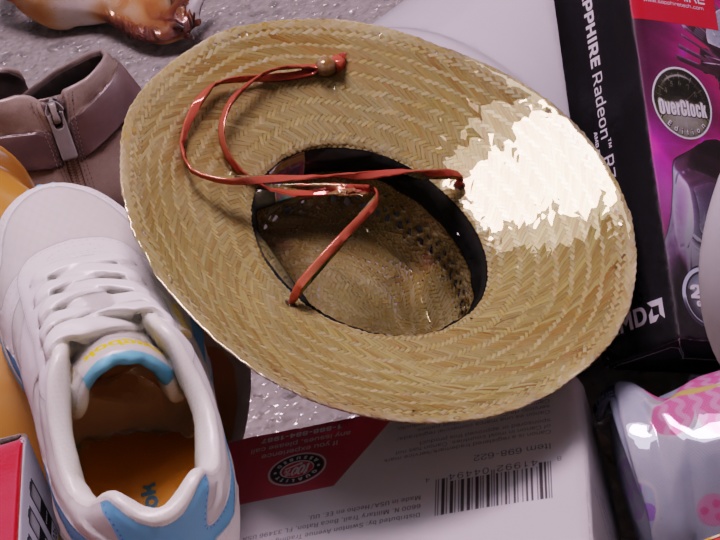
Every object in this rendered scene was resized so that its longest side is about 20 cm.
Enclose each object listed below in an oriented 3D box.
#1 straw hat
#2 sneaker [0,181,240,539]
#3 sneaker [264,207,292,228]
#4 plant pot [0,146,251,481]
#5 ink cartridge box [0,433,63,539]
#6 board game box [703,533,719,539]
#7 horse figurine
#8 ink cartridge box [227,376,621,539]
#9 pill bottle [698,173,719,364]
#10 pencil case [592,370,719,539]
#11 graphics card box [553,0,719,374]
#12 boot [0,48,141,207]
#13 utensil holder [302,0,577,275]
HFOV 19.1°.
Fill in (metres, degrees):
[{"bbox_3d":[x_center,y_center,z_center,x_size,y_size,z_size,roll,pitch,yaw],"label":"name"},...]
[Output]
[{"bbox_3d":[0.000,0.000,0.823,0.200,0.085,0.201,7,50,-9],"label":"straw hat"},{"bbox_3d":[-0.086,0.034,0.764,0.076,0.081,0.200,-15,50,-13],"label":"sneaker"},{"bbox_3d":[-0.077,-0.059,1.128,0.199,0.073,0.112,6,35,20],"label":"sneaker"},{"bbox_3d":[-0.154,0.050,0.897,0.183,0.201,0.200,18,44,21],"label":"plant pot"},{"bbox_3d":[-0.139,0.155,0.722,0.084,0.176,0.200,-16,33,2],"label":"ink cartridge box"},{"bbox_3d":[0.071,0.168,0.606,0.199,0.046,0.152,-15,68,-24],"label":"board game box"},{"bbox_3d":[-0.168,-0.196,1.379,0.199,0.050,0.133,9,57,22],"label":"horse figurine"},{"bbox_3d":[0.019,0.140,0.756,0.145,0.084,0.200,-10,33,11],"label":"ink cartridge box"},{"bbox_3d":[0.219,0.005,0.683,0.200,0.112,0.112,13,43,38],"label":"pill bottle"},{"bbox_3d":[0.191,0.061,0.798,0.199,0.083,0.091,-13,6,7],"label":"pencil case"},{"bbox_3d":[0.145,-0.058,0.871,0.125,0.201,0.051,6,-18,-34],"label":"graphics card box"},{"bbox_3d":[-0.181,-0.023,1.040,0.199,0.147,0.070,-23,34,-8],"label":"boot"},{"bbox_3d":[0.091,-0.076,0.974,0.170,0.170,0.200,14,43,40],"label":"utensil holder"}]
